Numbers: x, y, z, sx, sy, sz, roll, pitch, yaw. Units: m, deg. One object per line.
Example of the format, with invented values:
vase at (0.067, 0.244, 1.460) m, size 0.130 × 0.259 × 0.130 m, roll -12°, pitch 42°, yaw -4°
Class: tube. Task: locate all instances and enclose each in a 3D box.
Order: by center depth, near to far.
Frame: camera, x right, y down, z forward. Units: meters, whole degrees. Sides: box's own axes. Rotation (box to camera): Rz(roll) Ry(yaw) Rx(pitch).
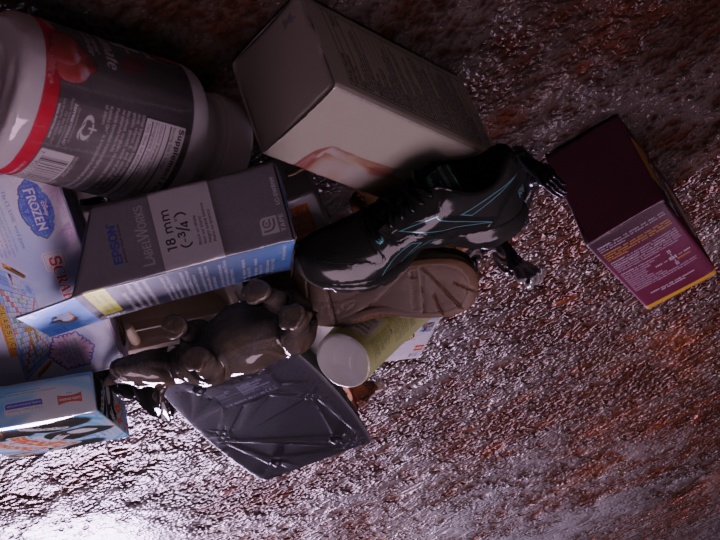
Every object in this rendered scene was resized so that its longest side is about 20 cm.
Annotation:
tube at (0.025, 0.041, 1.082) m, size 0.052 × 0.200 × 0.058 m, roll 4°, pitch 114°, yaw 25°

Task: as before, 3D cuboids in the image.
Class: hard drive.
hard drive at (-0.085, 0.120, 1.102) m, size 0.134 × 0.042 × 0.200 m, roll -22°, pitch 139°, yaw 13°

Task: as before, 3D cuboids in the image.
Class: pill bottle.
pill bottle at (-0.181, -0.109, 0.869) m, size 0.199 × 0.111 × 0.111 m, roll 12°, pitch 138°, yaw -41°

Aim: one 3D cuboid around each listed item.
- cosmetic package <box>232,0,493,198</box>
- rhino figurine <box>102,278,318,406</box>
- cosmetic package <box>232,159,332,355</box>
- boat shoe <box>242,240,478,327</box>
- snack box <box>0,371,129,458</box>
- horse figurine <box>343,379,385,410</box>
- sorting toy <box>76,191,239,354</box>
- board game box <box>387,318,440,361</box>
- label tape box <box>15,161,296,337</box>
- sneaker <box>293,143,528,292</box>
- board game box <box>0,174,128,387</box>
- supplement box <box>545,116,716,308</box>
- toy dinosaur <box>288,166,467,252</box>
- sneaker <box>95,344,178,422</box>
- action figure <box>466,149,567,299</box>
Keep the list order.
cosmetic package at (0.007, -0.126, 0.955) m, size 0.087 × 0.104 × 0.199 m, roll -39°, pitch 143°, yaw 29°
rhino figurine at (-0.124, 0.064, 0.973) m, size 0.199 × 0.060 × 0.087 m, roll -21°, pitch 162°, yaw 13°
cosmetic package at (-0.064, 0.001, 1.087) m, size 0.101 × 0.071 × 0.201 m, roll -20°, pitch 129°, yaw 2°
boat shoe at (0.000, 0.000, 1.016) m, size 0.199 × 0.072 × 0.073 m, roll -1°, pitch 115°, yaw 4°
snack box at (-0.275, 0.130, 1.049) m, size 0.116 × 0.037 × 0.200 m, roll -10°, pitch 167°, yaw -5°
horse figurine at (-0.010, 0.043, 1.212) m, size 0.132 × 0.050 × 0.200 m, roll -38°, pitch 129°, yaw 2°
sorting toy at (-0.212, -0.011, 1.032) m, size 0.199 × 0.107 × 0.180 m, roll -12°, pitch 139°, yaw -1°
board game box at (-0.010, 0.059, 1.304) m, size 0.199 × 0.035 × 0.126 m, roll -4°, pitch 144°, yaw -23°
label tape box at (-0.152, -0.013, 0.885) m, size 0.199 × 0.064 × 0.144 m, roll -15°, pitch 173°, yaw -7°
sneaker at (0.039, -0.047, 0.947) m, size 0.199 × 0.076 × 0.079 m, roll -20°, pitch 140°, yaw -13°
board game box at (-0.311, 0.011, 0.963) m, size 0.198 × 0.041 × 0.201 m, roll -12°, pitch 123°, yaw -1°
supplement box at (0.278, -0.054, 1.209) m, size 0.085 × 0.111 × 0.200 m, roll -30°, pitch 148°, yaw 18°
toy dinosaur at (0.012, -0.072, 1.036) m, size 0.199 × 0.106 × 0.061 m, roll 25°, pitch 89°, yaw -27°
sneaker at (-0.223, 0.104, 1.155) m, size 0.087 × 0.076 × 0.200 m, roll 5°, pitch 176°, yaw -11°
action figure at (0.122, -0.022, 1.186) m, size 0.118 × 0.102 × 0.200 m, roll -14°, pitch 149°, yaw -32°
